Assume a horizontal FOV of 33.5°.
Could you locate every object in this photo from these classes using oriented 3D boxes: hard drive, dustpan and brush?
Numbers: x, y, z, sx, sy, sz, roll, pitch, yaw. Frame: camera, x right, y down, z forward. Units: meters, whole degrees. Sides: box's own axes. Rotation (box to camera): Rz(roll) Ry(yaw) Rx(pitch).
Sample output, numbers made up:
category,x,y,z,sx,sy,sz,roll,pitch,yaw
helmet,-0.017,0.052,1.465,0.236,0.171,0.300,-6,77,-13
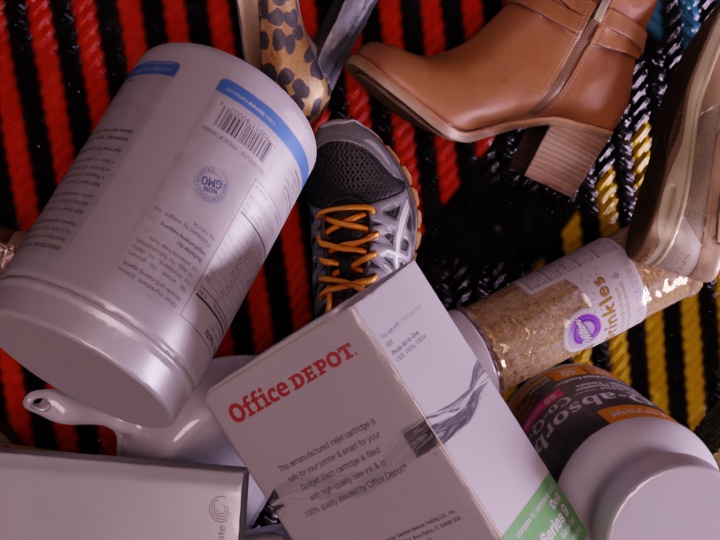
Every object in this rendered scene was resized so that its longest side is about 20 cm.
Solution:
category,x,y,z,sx,sy,sz,roll,pitch,yaw
hard drive,-0.172,0.183,0.745,0.197,0.027,0.134,4,90,3
dustpan and brush,-0.129,0.107,0.791,0.199,0.057,0.141,14,110,-50

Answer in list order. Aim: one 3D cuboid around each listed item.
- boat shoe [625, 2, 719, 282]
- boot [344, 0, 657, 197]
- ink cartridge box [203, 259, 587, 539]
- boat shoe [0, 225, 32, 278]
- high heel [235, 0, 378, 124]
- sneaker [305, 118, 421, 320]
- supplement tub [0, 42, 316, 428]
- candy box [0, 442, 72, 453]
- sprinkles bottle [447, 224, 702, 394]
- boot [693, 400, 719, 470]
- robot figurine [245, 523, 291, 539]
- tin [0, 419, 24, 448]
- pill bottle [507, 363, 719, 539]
category,x,y,z,sx,sy,sz,roll,pitch,yaw
boat shoe,0.238,-0.089,0.816,0.064,0.071,0.202,20,76,-1
boot,0.100,-0.154,0.797,0.198,0.077,0.157,22,97,-16
ink cartridge box,0.019,0.116,0.723,0.145,0.084,0.201,-31,92,38
boat shoe,-0.211,0.004,0.779,0.072,0.076,0.200,-45,113,-3
high heel,-0.091,-0.179,0.765,0.199,0.071,0.144,29,95,-17
sneaker,0.000,0.000,0.799,0.077,0.077,0.203,-7,101,19
supplement tub,-0.122,-0.023,0.720,0.131,0.132,0.201,34,66,-14
candy box,-0.293,0.155,0.775,0.197,0.026,0.104,10,94,-12
sprinkles bottle,0.140,0.027,0.829,0.198,0.068,0.069,-26,104,-13
boot,0.366,0.141,0.908,0.199,0.066,0.176,37,104,-13
robot figurine,-0.083,0.238,0.818,0.197,0.113,0.171,-8,129,-9
tin,-0.266,0.189,0.816,0.111,0.042,0.203,-13,101,-3
pill bottle,0.171,0.141,0.800,0.115,0.200,0.118,-2,101,-10
